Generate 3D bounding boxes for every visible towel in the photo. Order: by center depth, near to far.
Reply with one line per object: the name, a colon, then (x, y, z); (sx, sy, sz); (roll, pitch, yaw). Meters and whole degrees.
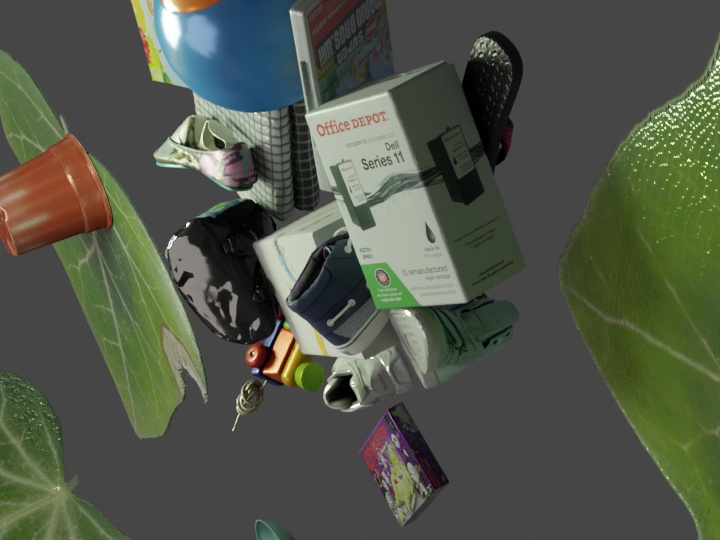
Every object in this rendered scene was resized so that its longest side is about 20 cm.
towel: (-0.122, -0.179, 1.804); (0.200, 0.085, 0.167); (43, 148, 41)

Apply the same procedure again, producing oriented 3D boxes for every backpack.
backpack: (-0.150, -0.008, 1.785); (0.153, 0.200, 0.164); (-29, 103, 30)

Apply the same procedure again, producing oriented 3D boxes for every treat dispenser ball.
treat dispenser ball: (-0.108, -0.260, 1.512); (0.201, 0.199, 0.202); (50, 156, 32)

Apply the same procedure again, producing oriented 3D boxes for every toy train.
toy train: (-0.093, 0.136, 1.991); (0.084, 0.202, 0.115); (29, 172, -39)

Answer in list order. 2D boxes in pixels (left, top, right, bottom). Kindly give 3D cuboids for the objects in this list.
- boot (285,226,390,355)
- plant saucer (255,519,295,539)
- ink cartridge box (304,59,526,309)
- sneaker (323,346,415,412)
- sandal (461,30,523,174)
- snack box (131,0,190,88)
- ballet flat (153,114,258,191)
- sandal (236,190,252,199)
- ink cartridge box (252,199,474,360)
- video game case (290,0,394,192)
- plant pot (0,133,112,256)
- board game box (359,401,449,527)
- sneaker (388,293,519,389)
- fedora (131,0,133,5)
boot: (0.015, -0.020, 1.482); (0.090, 0.201, 0.073); (37, 173, -27)
plant saucer: (-0.128, 0.537, 2.751); (0.200, 0.036, 0.201); (50, 155, 34)
ink cartridge box: (0.048, -0.074, 1.372); (0.146, 0.083, 0.202); (-7, 107, 56)
sneaker: (-0.012, 0.137, 1.893); (0.079, 0.099, 0.200); (64, 160, -1)
sandal: (0.113, -0.131, 1.367); (0.075, 0.045, 0.201); (46, 140, 25)
snack box: (-0.196, -0.307, 1.666); (0.168, 0.067, 0.202); (21, 131, 55)
ballet flat: (-0.183, -0.145, 1.792); (0.199, 0.068, 0.072); (21, 114, 53)
sandal: (-0.140, -0.113, 1.968); (0.080, 0.059, 0.206); (67, 159, -6)
ink cartridge box: (0.000, 0.000, 1.635); (0.146, 0.146, 0.200); (66, 160, -8)
video game case: (-0.011, -0.197, 1.450); (0.017, 0.143, 0.202); (15, 135, 26)
plant pot: (-0.610, -0.133, 2.908); (0.201, 0.194, 0.202); (51, 156, 32)
board game box: (0.055, 0.258, 1.984); (0.121, 0.032, 0.200); (62, 160, 16)
sneaker: (0.096, 0.050, 1.480); (0.074, 0.117, 0.201); (59, 178, 15)
fedora: (-0.248, -0.367, 1.897); (0.201, 0.081, 0.202); (51, 157, 31)
